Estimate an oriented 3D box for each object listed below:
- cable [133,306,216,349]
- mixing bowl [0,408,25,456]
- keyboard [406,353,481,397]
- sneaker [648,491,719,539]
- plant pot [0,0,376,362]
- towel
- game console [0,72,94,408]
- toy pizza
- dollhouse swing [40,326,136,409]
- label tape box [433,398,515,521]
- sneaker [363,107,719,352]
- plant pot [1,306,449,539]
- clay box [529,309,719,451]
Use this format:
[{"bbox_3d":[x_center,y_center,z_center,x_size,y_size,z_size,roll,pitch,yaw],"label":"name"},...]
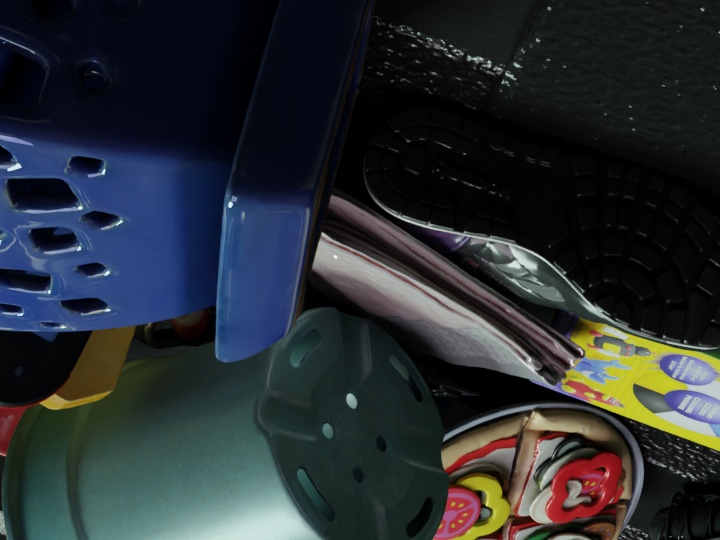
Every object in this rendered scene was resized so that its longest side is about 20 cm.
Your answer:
[{"bbox_3d":[-0.094,0.042,1.070,0.050,0.097,0.200,42,160,21],"label":"cable"},{"bbox_3d":[-0.275,0.046,1.207,0.200,0.109,0.200,18,154,9],"label":"mixing bowl"},{"bbox_3d":[-0.012,0.076,1.084,0.104,0.040,0.200,24,165,-21],"label":"keyboard"},{"bbox_3d":[0.239,0.179,1.094,0.091,0.076,0.200,29,153,3],"label":"sneaker"},{"bbox_3d":[-0.092,-0.083,0.702,0.179,0.200,0.200,14,155,0],"label":"plant pot"},{"bbox_3d":[0.000,0.000,0.908,0.191,0.032,0.200,32,171,-22],"label":"towel"},{"bbox_3d":[-0.192,-0.049,0.840,0.177,0.200,0.031,32,162,-21],"label":"game console"},{"bbox_3d":[0.095,0.165,1.082,0.200,0.032,0.201,-12,131,-14],"label":"toy pizza"},{"bbox_3d":[-0.219,-0.016,0.958,0.200,0.176,0.182,33,153,-24],"label":"dollhouse swing"},{"bbox_3d":[0.028,0.127,1.140,0.144,0.063,0.200,-6,152,45],"label":"label tape box"},{"bbox_3d":[0.098,-0.015,0.835,0.200,0.076,0.088,26,165,9],"label":"sneaker"},{"bbox_3d":[-0.068,0.121,0.967,0.196,0.201,0.200,-24,131,38],"label":"plant pot"},{"bbox_3d":[0.199,0.056,0.904,0.200,0.048,0.115,21,156,7],"label":"clay box"}]
